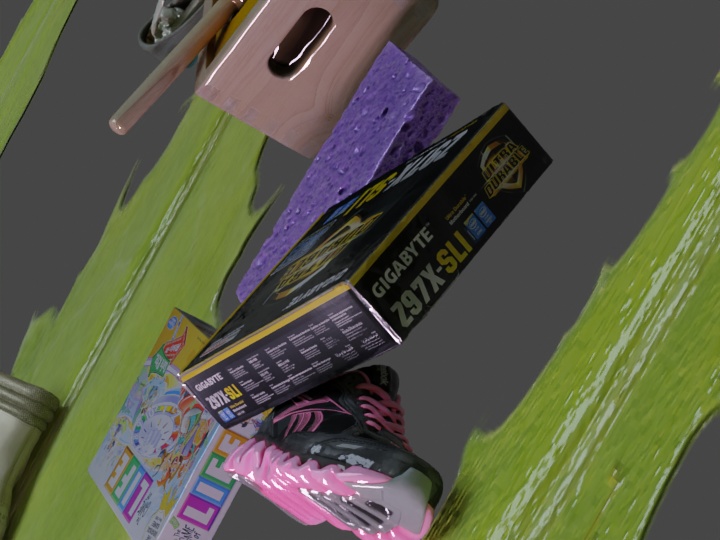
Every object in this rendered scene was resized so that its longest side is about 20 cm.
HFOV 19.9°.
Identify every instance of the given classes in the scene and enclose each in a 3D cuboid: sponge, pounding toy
[{"bbox_3d":[-0.010,-0.046,1.320,0.201,0.030,0.112,-58,22,8],"label":"sponge"},{"bbox_3d":[-0.060,-0.184,1.444,0.200,0.142,0.185,-48,25,31],"label":"pounding toy"}]

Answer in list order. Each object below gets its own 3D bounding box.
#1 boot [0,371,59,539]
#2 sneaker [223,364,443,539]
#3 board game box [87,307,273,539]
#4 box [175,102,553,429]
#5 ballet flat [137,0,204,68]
[{"bbox_3d":[-0.342,0.156,1.737,0.200,0.073,0.156,3,66,51],"label":"boot"},{"bbox_3d":[-0.005,0.089,1.102,0.096,0.079,0.200,-55,21,-14],"label":"sneaker"},{"bbox_3d":[-0.120,0.111,1.372,0.135,0.034,0.200,-62,21,1],"label":"board game box"},{"bbox_3d":[0.000,0.000,1.145,0.160,0.049,0.200,-47,10,-34],"label":"box"},{"bbox_3d":[-0.131,-0.250,1.791,0.200,0.064,0.068,-45,27,37],"label":"ballet flat"}]
